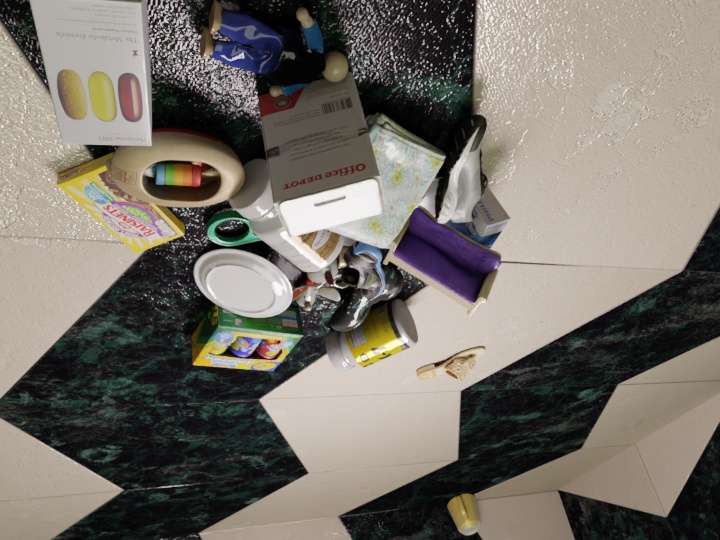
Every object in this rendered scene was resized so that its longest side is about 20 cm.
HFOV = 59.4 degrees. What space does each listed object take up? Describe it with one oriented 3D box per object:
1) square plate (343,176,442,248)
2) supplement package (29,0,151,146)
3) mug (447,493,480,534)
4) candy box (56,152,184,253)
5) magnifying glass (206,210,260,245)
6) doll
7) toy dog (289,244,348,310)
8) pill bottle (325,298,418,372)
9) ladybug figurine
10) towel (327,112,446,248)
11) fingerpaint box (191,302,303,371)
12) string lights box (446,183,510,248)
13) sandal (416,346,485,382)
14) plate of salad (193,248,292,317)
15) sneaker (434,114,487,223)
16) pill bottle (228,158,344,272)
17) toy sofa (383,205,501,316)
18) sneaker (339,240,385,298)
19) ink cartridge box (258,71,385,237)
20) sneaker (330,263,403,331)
[{"bbox_3d":[0.048,-0.113,1.150,0.194,0.029,0.201,3,143,-24],"label":"square plate"},{"bbox_3d":[-0.303,-0.257,0.736,0.111,0.112,0.202,-2,145,-15],"label":"supplement package"},{"bbox_3d":[0.508,1.209,3.115,0.184,0.155,0.150,26,120,-33],"label":"mug"},{"bbox_3d":[-0.378,-0.102,1.015,0.100,0.027,0.201,-17,146,11],"label":"candy box"},{"bbox_3d":[-0.177,-0.071,1.136,0.195,0.023,0.080,1,144,-24],"label":"magnifying glass"},{"bbox_3d":[-0.102,-0.286,0.822,0.196,0.049,0.137,8,142,-29],"label":"doll"},{"bbox_3d":[-0.079,0.025,1.243,0.128,0.098,0.202,-10,147,-4],"label":"toy dog"},{"bbox_3d":[0.024,0.154,1.455,0.197,0.116,0.114,-26,145,19],"label":"pill bottle"},{"bbox_3d":[-0.270,-0.157,0.930,0.195,0.073,0.137,3,143,-23],"label":"ladybug figurine"},{"bbox_3d":[0.032,-0.136,1.019,0.169,0.048,0.202,17,115,-40],"label":"towel"},{"bbox_3d":[-0.249,0.146,1.380,0.196,0.075,0.167,11,140,-32],"label":"fingerpaint box"},{"bbox_3d":[0.194,-0.065,1.194,0.058,0.104,0.201,-15,151,-28],"label":"string lights box"},{"bbox_3d":[0.262,0.286,1.773,0.207,0.071,0.078,-21,146,11],"label":"sandal"},{"bbox_3d":[-0.225,0.021,1.222,0.195,0.049,0.203,8,139,6],"label":"plate of salad"},{"bbox_3d":[0.178,-0.165,1.050,0.077,0.075,0.203,6,132,-6],"label":"sneaker"},{"bbox_3d":[-0.120,-0.090,1.041,0.113,0.116,0.200,-27,142,20],"label":"pill bottle"},{"bbox_3d":[0.147,-0.018,1.128,0.197,0.083,0.098,32,141,3],"label":"toy sofa"},{"bbox_3d":[0.000,0.000,1.198,0.082,0.071,0.200,-31,157,-8],"label":"sneaker"},{"bbox_3d":[-0.056,-0.163,0.881,0.143,0.204,0.083,-13,148,1],"label":"ink cartridge box"},{"bbox_3d":[-0.001,0.052,1.345,0.199,0.076,0.079,-41,132,21],"label":"sneaker"}]
